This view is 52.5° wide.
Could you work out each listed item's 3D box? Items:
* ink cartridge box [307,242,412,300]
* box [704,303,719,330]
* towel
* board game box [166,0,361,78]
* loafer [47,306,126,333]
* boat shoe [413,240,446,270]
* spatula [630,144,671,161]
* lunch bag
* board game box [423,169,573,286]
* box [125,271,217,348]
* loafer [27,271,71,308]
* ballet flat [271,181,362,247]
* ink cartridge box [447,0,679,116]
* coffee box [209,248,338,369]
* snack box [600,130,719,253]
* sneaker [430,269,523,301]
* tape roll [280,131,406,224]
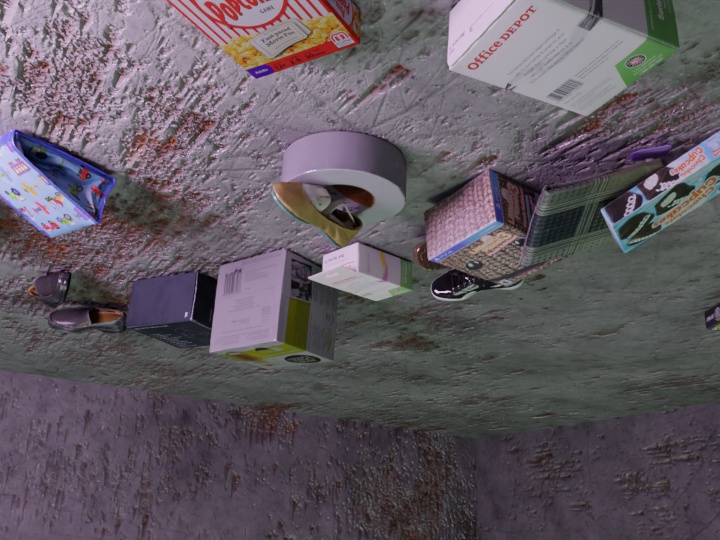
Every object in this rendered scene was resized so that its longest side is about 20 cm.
[{"bbox_3d":[0.000,0.000,1.522,0.199,0.068,0.117,19,154,-39],"label":"ink cartridge box"},{"bbox_3d":[0.923,0.094,1.693,0.159,0.045,0.200,3,159,-1],"label":"box"},{"bbox_3d":[0.351,-0.091,1.129,0.199,0.035,0.193,-14,146,-9],"label":"towel"},{"bbox_3d":[-0.113,-0.297,0.786,0.151,0.047,0.200,-10,156,29],"label":"board game box"},{"bbox_3d":[-0.714,0.121,1.916,0.199,0.073,0.072,0,152,-19],"label":"loafer"},{"bbox_3d":[0.198,-0.041,1.410,0.199,0.072,0.068,-4,-167,-6],"label":"boat shoe"},{"bbox_3d":[0.452,-0.151,1.139,0.056,0.021,0.200,-8,158,19],"label":"spatula"},{"bbox_3d":[-0.534,-0.149,1.190,0.150,0.095,0.200,-10,147,37],"label":"lunch bag"},{"bbox_3d":[0.237,-0.066,1.255,0.199,0.097,0.159,17,147,-34],"label":"board game box"},{"bbox_3d":[-0.415,0.100,1.756,0.199,0.125,0.196,-7,159,25],"label":"box"},{"bbox_3d":[-0.733,0.043,1.722,0.072,0.073,0.200,20,152,-28],"label":"loafer"},{"bbox_3d":[-0.061,-0.098,1.123,0.063,0.069,0.200,-35,150,14],"label":"ballet flat"},{"bbox_3d":[0.213,-0.260,0.791,0.199,0.085,0.146,12,157,-23],"label":"ink cartridge box"},{"bbox_3d":[-0.184,0.094,1.604,0.199,0.201,0.197,-11,155,34],"label":"coffee box"},{"bbox_3d":[0.466,-0.113,1.096,0.200,0.037,0.116,-35,148,14],"label":"snack box"},{"bbox_3d":[0.234,0.002,1.511,0.199,0.073,0.112,-12,153,13],"label":"sneaker"},{"bbox_3d":[-0.027,-0.141,1.160,0.199,0.067,0.200,3,159,1],"label":"tape roll"}]
